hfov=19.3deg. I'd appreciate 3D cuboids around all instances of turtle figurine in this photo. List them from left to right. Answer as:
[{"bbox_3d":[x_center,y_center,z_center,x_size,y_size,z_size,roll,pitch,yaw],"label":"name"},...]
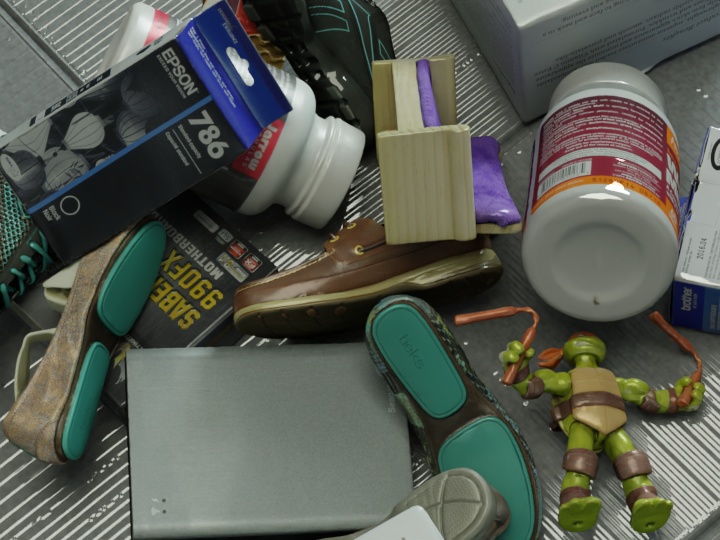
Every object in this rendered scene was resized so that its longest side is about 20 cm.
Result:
[{"bbox_3d":[0.155,0.102,1.476,0.199,0.064,0.162,12,52,-23],"label":"turtle figurine"}]

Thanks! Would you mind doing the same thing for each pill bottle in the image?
[{"bbox_3d":[-0.102,-0.109,1.578,0.199,0.111,0.111,25,62,-12],"label":"pill bottle"},{"bbox_3d":[0.174,-0.062,1.519,0.109,0.110,0.201,3,35,8],"label":"pill bottle"}]

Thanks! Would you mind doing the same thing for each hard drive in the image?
[{"bbox_3d":[-0.064,0.122,1.490,0.198,0.033,0.141,-1,65,-9],"label":"hard drive"}]

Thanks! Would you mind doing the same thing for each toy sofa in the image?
[{"bbox_3d":[0.059,-0.091,1.523,0.097,0.083,0.200,-5,21,1],"label":"toy sofa"}]

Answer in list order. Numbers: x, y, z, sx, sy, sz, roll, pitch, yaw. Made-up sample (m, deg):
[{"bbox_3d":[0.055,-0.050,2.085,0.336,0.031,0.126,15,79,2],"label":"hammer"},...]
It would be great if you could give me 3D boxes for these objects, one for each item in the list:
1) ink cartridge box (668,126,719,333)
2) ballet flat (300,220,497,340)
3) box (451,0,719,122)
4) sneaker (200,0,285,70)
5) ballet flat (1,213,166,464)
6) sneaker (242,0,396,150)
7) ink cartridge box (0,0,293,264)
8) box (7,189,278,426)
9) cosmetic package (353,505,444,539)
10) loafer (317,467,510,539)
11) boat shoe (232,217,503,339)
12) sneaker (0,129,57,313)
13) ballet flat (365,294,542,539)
[{"bbox_3d":[0.303,-0.021,1.534,0.199,0.077,0.137,13,62,11],"label":"ink cartridge box"},{"bbox_3d":[0.025,-0.014,1.578,0.199,0.046,0.068,-29,61,-10],"label":"ballet flat"},{"bbox_3d":[0.168,-0.258,1.652,0.198,0.131,0.201,-24,60,-8],"label":"box"},{"bbox_3d":[-0.098,-0.181,1.680,0.075,0.090,0.201,26,86,-19],"label":"sneaker"},{"bbox_3d":[-0.203,0.040,1.508,0.067,0.068,0.201,10,61,21],"label":"ballet flat"},{"bbox_3d":[-0.030,-0.191,1.628,0.079,0.201,0.075,-40,23,-28],"label":"sneaker"},{"bbox_3d":[-0.154,-0.098,1.499,0.199,0.039,0.100,-33,106,4],"label":"ink cartridge box"},{"bbox_3d":[-0.180,0.000,1.591,0.158,0.048,0.200,-41,64,-16],"label":"box"},{"bbox_3d":[0.013,0.285,1.320,0.164,0.200,0.165,-28,61,-10],"label":"cosmetic package"},{"bbox_3d":[0.015,0.206,1.441,0.199,0.063,0.072,-32,58,13],"label":"loafer"},{"bbox_3d":[0.000,0.000,1.522,0.199,0.072,0.068,-13,71,-11],"label":"boat shoe"},{"bbox_3d":[-0.254,-0.020,1.543,0.090,0.078,0.201,3,63,4],"label":"sneaker"},{"bbox_3d":[0.069,0.105,1.486,0.074,0.074,0.201,-26,92,-9],"label":"ballet flat"}]
